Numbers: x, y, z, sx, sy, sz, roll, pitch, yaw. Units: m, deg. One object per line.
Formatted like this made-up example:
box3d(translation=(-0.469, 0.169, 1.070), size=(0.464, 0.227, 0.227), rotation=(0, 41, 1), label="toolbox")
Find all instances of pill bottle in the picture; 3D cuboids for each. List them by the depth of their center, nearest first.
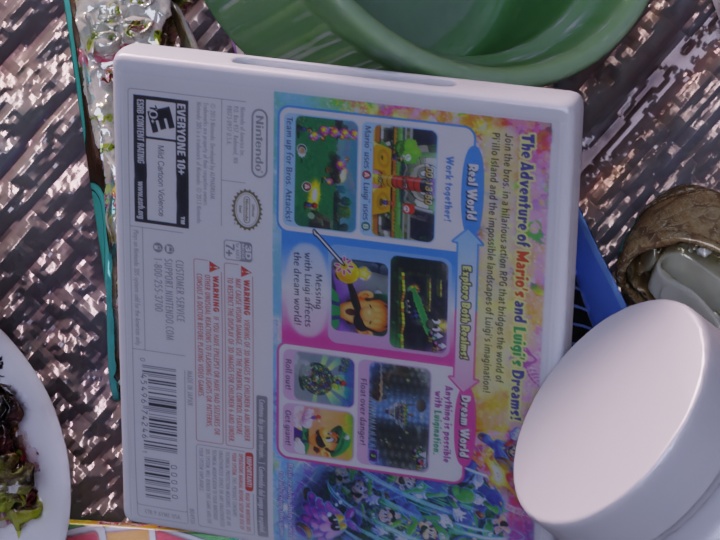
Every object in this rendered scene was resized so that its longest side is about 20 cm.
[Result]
box3d(translation=(0.158, 0.105, 0.878), size=(0.200, 0.116, 0.116), rotation=(38, 91, -26), label="pill bottle")

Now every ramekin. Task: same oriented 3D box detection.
box3d(translation=(0.019, -0.158, 0.956), size=(0.199, 0.098, 0.201), rotation=(8, 74, -29), label="ramekin")

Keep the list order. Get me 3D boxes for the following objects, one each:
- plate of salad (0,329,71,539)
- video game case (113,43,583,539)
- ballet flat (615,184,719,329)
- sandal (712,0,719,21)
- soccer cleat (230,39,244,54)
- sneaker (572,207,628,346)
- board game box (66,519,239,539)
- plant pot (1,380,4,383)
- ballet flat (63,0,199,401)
box3d(translation=(-0.218, 0.093, 0.958), size=(0.199, 0.048, 0.202), rotation=(-1, 106, -4), label="plate of salad")
box3d(translation=(-0.008, 0.019, 0.913), size=(0.181, 0.024, 0.201), rotation=(8, 113, 16), label="video game case")
box3d(translation=(0.182, 0.040, 0.948), size=(0.200, 0.065, 0.071), rotation=(35, 135, 26), label="ballet flat")
box3d(translation=(0.204, -0.074, 0.971), size=(0.079, 0.059, 0.208), rotation=(-22, 70, 7), label="sandal")
box3d(translation=(-0.032, -0.113, 1.010), size=(0.066, 0.076, 0.201), rotation=(-22, 83, 5), label="soccer cleat")
box3d(translation=(0.067, 0.016, 0.975), size=(0.078, 0.070, 0.201), rotation=(-25, 64, 3), label="sneaker")
box3d(translation=(-0.093, 0.212, 1.020), size=(0.095, 0.030, 0.202), rotation=(3, 88, 8), label="board game box")
box3d(translation=(-0.246, 0.049, 0.981), size=(0.198, 0.028, 0.201), rotation=(-1, 106, -3), label="plant pot")
box3d(translation=(-0.088, -0.043, 1.016), size=(0.063, 0.076, 0.202), rotation=(-7, 87, -1), label="ballet flat")
